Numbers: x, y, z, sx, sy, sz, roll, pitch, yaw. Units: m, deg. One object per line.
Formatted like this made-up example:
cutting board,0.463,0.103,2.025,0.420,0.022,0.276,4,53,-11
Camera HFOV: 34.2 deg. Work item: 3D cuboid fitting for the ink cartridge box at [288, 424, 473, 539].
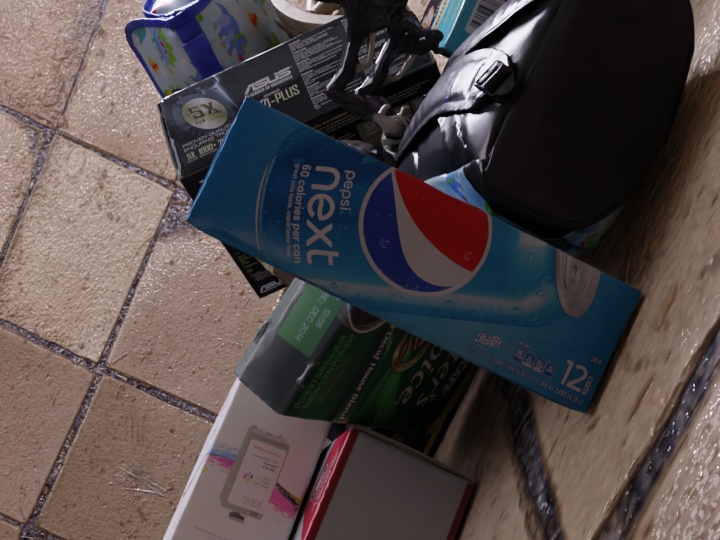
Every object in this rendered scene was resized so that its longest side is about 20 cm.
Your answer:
ink cartridge box,-0.016,0.191,0.733,0.200,0.083,0.146,125,169,-70

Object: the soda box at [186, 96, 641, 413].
soda box,0.023,-0.006,0.548,0.068,0.199,0.064,172,124,-85

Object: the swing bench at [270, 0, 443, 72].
swing bench,0.017,-0.195,1.036,0.200,0.129,0.199,-66,-33,-37

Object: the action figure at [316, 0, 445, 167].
action figure,-0.002,-0.072,0.754,0.119,0.102,0.201,-3,-83,-61

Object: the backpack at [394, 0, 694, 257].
backpack,0.092,-0.075,0.640,0.200,0.154,0.164,-5,55,63

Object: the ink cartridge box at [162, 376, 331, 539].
ink cartridge box,-0.077,0.144,0.734,0.117,0.067,0.200,121,173,-52

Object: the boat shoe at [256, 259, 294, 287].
boat shoe,0.000,0.000,0.849,0.073,0.065,0.200,-40,-19,28

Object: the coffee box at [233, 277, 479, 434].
coffee box,0.022,0.033,0.689,0.123,0.044,0.200,-56,-28,6

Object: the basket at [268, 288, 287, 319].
basket,0.001,0.013,1.192,0.149,0.142,0.201,-60,-7,-72

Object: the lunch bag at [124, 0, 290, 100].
lunch bag,-0.113,-0.172,1.024,0.127,0.170,0.200,-27,24,5

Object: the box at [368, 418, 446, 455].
box,0.055,0.059,0.897,0.160,0.049,0.201,-70,5,-79

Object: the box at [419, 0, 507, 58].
box,0.085,-0.191,0.846,0.200,0.049,0.083,-107,41,-78

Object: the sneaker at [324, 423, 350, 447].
sneaker,-0.026,0.055,0.906,0.199,0.079,0.130,89,-175,-60

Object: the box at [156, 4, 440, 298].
box,-0.027,-0.090,0.890,0.164,0.199,0.086,61,-174,-52
